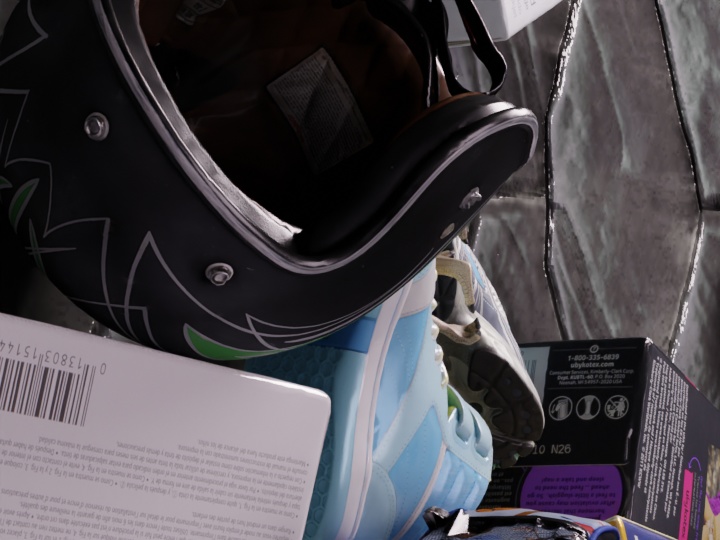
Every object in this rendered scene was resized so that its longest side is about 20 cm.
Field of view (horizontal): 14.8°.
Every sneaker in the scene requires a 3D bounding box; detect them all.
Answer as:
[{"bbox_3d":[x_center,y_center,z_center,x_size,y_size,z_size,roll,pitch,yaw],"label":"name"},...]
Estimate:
[{"bbox_3d":[0.013,0.034,1.212,0.130,0.079,0.201,15,89,-53],"label":"sneaker"},{"bbox_3d":[0.020,0.003,1.339,0.086,0.077,0.201,-97,163,-60],"label":"sneaker"}]

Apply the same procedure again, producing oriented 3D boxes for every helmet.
[{"bbox_3d":[-0.049,-0.058,1.068,0.190,0.200,0.201,-29,123,-11],"label":"helmet"}]

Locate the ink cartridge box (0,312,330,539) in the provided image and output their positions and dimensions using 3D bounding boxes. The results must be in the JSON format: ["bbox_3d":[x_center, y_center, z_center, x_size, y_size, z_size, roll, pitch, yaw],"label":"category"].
[{"bbox_3d":[-0.101,0.114,1.013,0.200,0.045,0.177,17,83,-51],"label":"ink cartridge box"}]

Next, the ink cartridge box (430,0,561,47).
[{"bbox_3d":[0.066,-0.210,1.403,0.200,0.082,0.147,-39,121,-56],"label":"ink cartridge box"}]

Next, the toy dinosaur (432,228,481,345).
[{"bbox_3d":[0.000,0.000,1.254,0.058,0.100,0.201,-92,174,-64],"label":"toy dinosaur"}]

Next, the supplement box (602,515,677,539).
[{"bbox_3d":[0.117,0.230,1.262,0.109,0.108,0.201,25,49,-51],"label":"supplement box"}]

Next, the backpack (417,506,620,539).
[{"bbox_3d":[0.050,0.183,1.119,0.190,0.153,0.201,-12,111,-69],"label":"backpack"}]

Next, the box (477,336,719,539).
[{"bbox_3d":[0.129,0.121,1.461,0.200,0.122,0.107,43,51,-54],"label":"box"}]
